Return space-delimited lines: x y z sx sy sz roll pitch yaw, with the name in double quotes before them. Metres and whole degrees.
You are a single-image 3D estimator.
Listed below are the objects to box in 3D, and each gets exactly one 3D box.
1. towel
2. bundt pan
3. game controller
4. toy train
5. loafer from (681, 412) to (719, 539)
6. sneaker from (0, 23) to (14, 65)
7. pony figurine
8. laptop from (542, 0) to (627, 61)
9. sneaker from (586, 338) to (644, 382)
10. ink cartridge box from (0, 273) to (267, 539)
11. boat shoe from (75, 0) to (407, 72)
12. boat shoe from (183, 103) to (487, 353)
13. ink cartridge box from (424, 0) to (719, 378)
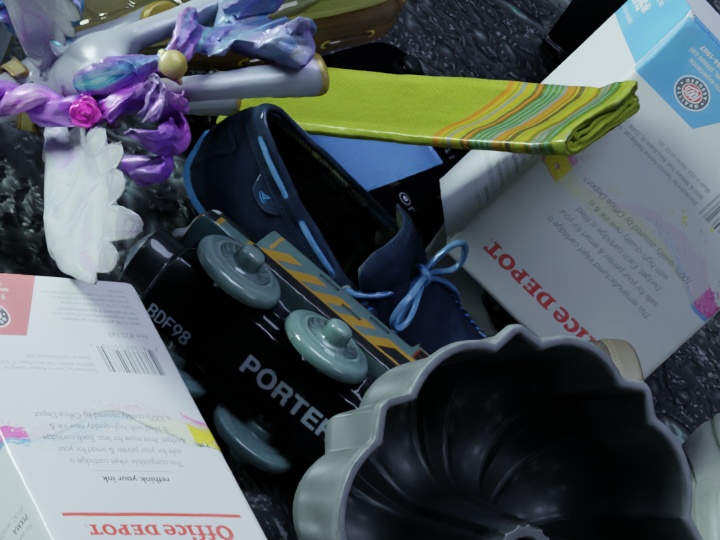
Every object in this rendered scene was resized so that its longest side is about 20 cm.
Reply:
"towel" 0.033 -0.082 1.423 0.199 0.018 0.086 6 21 29
"bundt pan" 0.050 0.124 1.245 0.201 0.076 0.203 0 90 -34
"game controller" -0.006 -0.068 1.543 0.104 0.042 0.200 47 32 13
"toy train" -0.023 0.048 1.345 0.200 0.085 0.114 39 19 4
"loafer" 0.178 0.133 1.419 0.070 0.070 0.200 47 16 -7
"sneaker" -0.205 -0.158 1.312 0.071 0.201 0.112 22 27 20
"pony figurine" -0.121 -0.083 1.284 0.199 0.193 0.167 -14 95 -27
"laptop" 0.224 -0.131 1.796 0.187 0.116 0.200 41 31 2
"sneaker" 0.109 0.127 1.394 0.075 0.071 0.201 -2 57 -8
"ink cartridge box" -0.115 0.096 1.189 0.116 0.068 0.200 6 43 -42
"boat shoe" -0.067 -0.130 1.498 0.199 0.068 0.072 -13 51 -16
"boat shoe" 0.000 0.000 1.415 0.200 0.069 0.084 38 41 -17
"ink cartridge box" 0.136 -0.038 1.505 0.129 0.200 0.125 44 13 -13
